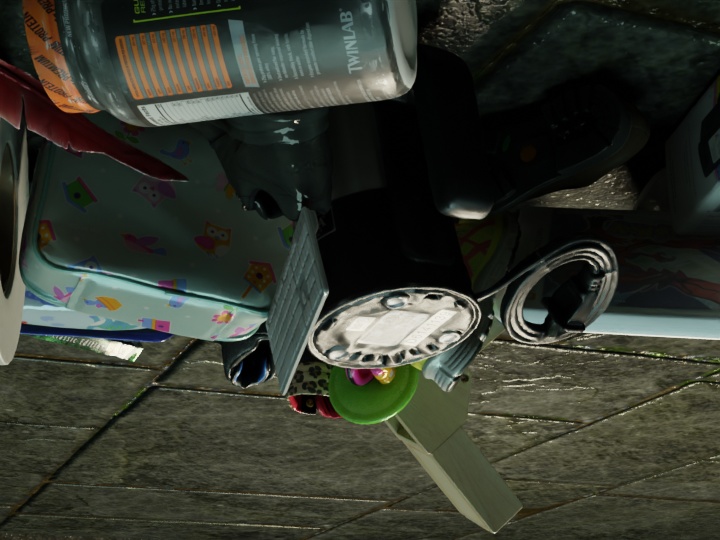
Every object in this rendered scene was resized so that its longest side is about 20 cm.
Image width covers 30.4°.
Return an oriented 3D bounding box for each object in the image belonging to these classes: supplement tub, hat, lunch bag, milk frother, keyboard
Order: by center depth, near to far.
[{"bbox_3d":[-0.074,-0.145,0.732,0.200,0.123,0.123,-5,160,10],"label":"supplement tub"},{"bbox_3d":[-0.224,-0.144,0.777,0.176,0.166,0.200,-24,137,-26],"label":"hat"},{"bbox_3d":[-0.043,0.025,0.855,0.011,0.056,0.200,-4,158,-12],"label":"keyboard"},{"bbox_3d":[0.058,-0.042,0.918,0.180,0.188,0.200,-30,146,33],"label":"milk frother"},{"bbox_3d":[-0.141,-0.040,0.974,0.200,0.161,0.077,13,151,-20],"label":"lunch bag"},{"bbox_3d":[-0.232,-0.006,1.120,0.170,0.128,0.200,4,179,-15],"label":"lunch bag"}]

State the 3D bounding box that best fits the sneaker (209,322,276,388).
[{"bbox_3d":[-0.128,0.071,1.336,0.073,0.112,0.200,7,158,-20],"label":"sneaker"}]

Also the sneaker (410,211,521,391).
[{"bbox_3d":[0.062,0.000,1.007,0.090,0.200,0.078,27,126,-1],"label":"sneaker"}]

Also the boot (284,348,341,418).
[{"bbox_3d":[-0.025,0.066,1.273,0.073,0.151,0.200,-5,161,13],"label":"boot"}]

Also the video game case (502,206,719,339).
[{"bbox_3d":[0.216,-0.002,1.014,0.200,0.182,0.023,3,117,10],"label":"video game case"}]

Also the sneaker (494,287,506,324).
[{"bbox_3d":[0.196,0.011,1.098,0.200,0.075,0.087,-6,166,22],"label":"sneaker"}]

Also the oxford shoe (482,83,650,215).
[{"bbox_3d":[0.130,-0.078,1.010,0.200,0.073,0.084,-14,165,38],"label":"oxford shoe"}]

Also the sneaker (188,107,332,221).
[{"bbox_3d":[-0.070,-0.082,0.859,0.076,0.091,0.200,-15,-161,-14],"label":"sneaker"}]

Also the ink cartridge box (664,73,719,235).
[{"bbox_3d":[0.324,-0.097,0.951,0.146,0.083,0.200,2,160,-7],"label":"ink cartridge box"}]

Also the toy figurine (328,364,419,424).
[{"bbox_3d":[0.000,0.000,1.090,0.150,0.200,0.184,12,155,31],"label":"toy figurine"}]

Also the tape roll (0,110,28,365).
[{"bbox_3d":[-0.307,-0.036,0.902,0.139,0.203,0.203,1,160,-8],"label":"tape roll"}]

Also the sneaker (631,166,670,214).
[{"bbox_3d":[0.270,-0.030,1.160,0.076,0.081,0.200,10,143,13],"label":"sneaker"}]

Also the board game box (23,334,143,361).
[{"bbox_3d":[-0.301,0.026,1.229,0.200,0.105,0.023,20,112,-46],"label":"board game box"}]

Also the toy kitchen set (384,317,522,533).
[{"bbox_3d":[0.113,0.098,1.249,0.200,0.180,0.163,-41,-166,-11],"label":"toy kitchen set"}]
